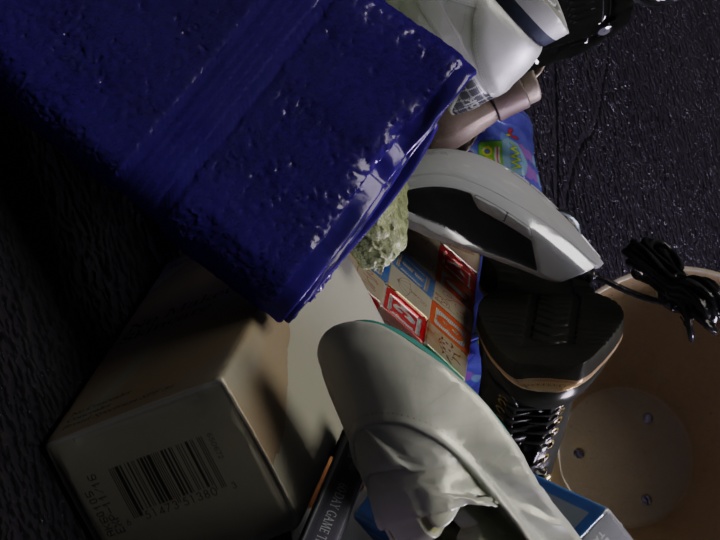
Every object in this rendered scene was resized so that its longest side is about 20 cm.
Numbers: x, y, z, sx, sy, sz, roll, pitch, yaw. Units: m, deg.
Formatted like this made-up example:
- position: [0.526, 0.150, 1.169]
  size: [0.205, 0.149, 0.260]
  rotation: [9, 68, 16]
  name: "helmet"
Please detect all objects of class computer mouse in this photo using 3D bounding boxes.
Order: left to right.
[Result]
- position: [0.093, -0.024, 1.414]
  size: [0.200, 0.044, 0.110]
  rotation: [21, 13, -9]
  name: "computer mouse"

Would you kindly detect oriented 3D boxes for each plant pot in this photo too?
- position: [0.188, 0.109, 1.738]
  size: [0.134, 0.200, 0.200]
  rotation: [136, -62, -72]
  name: "plant pot"

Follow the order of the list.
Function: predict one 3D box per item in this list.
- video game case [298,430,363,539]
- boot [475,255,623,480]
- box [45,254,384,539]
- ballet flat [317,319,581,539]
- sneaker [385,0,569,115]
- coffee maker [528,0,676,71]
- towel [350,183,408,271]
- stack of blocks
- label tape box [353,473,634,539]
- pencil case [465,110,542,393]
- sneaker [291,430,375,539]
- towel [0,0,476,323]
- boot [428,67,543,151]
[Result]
- position: [-0.038, 0.162, 1.144]
  size: [0.019, 0.143, 0.200]
  rotation: [23, 29, 2]
  name: "video game case"
- position: [0.094, 0.077, 1.448]
  size: [0.200, 0.077, 0.138]
  rotation: [-73, 169, -75]
  name: "boot"
- position: [-0.060, 0.052, 1.232]
  size: [0.078, 0.095, 0.200]
  rotation: [63, 19, -16]
  name: "box"
- position: [0.046, 0.108, 1.143]
  size: [0.200, 0.069, 0.069]
  rotation: [50, 25, -18]
  name: "ballet flat"
- position: [0.014, -0.168, 1.353]
  size: [0.200, 0.080, 0.076]
  rotation: [47, 18, -8]
  name: "sneaker"
- position: [0.073, -0.216, 1.494]
  size: [0.135, 0.192, 0.200]
  rotation: [114, -33, -53]
  name: "coffee maker"
- position: [-0.017, -0.097, 1.339]
  size: [0.200, 0.036, 0.148]
  rotation: [-92, 158, -60]
  name: "towel"
- position: [0.000, 0.000, 1.430]
  size: [0.115, 0.059, 0.200]
  rotation: [42, 19, -10]
  name: "stack of blocks"
- position: [0.105, 0.175, 1.312]
  size: [0.143, 0.066, 0.200]
  rotation: [21, -23, 54]
  name: "label tape box"
- position: [0.075, -0.013, 1.675]
  size: [0.087, 0.078, 0.200]
  rotation: [19, 49, -30]
  name: "pencil case"
- position: [0.020, 0.113, 1.411]
  size: [0.200, 0.073, 0.085]
  rotation: [-4, 77, -68]
  name: "sneaker"
- position: [-0.068, -0.088, 1.199]
  size: [0.200, 0.148, 0.050]
  rotation: [37, -16, 0]
  name: "towel"
- position: [0.037, -0.136, 1.572]
  size: [0.200, 0.146, 0.070]
  rotation: [-92, 163, -45]
  name: "boot"
